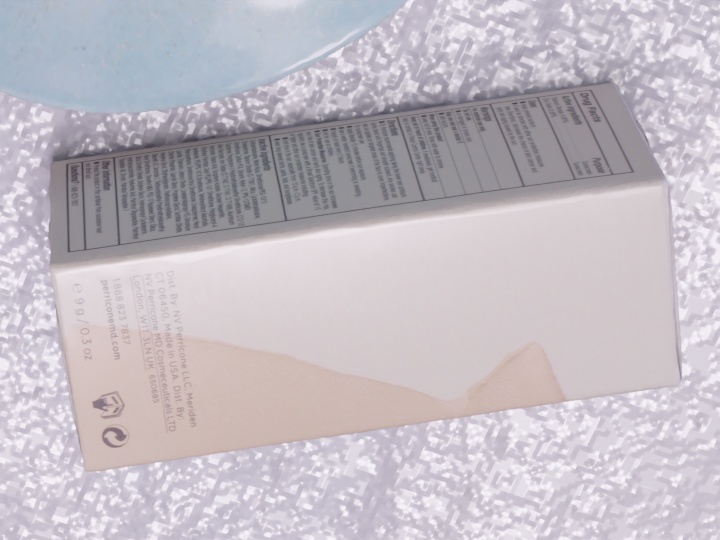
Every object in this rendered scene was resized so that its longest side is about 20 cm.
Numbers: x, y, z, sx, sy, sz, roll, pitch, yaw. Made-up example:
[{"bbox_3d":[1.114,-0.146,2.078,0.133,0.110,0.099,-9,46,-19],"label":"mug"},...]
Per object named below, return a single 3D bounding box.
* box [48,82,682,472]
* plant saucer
[{"bbox_3d":[0.000,0.000,0.869,0.200,0.095,0.078,-7,115,-2],"label":"box"},{"bbox_3d":[-0.053,-0.130,0.806,0.201,0.039,0.201,-15,144,-11],"label":"plant saucer"}]
